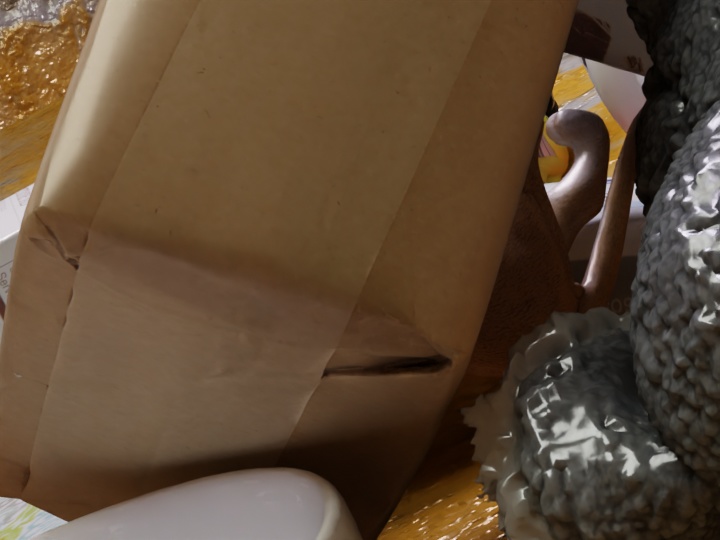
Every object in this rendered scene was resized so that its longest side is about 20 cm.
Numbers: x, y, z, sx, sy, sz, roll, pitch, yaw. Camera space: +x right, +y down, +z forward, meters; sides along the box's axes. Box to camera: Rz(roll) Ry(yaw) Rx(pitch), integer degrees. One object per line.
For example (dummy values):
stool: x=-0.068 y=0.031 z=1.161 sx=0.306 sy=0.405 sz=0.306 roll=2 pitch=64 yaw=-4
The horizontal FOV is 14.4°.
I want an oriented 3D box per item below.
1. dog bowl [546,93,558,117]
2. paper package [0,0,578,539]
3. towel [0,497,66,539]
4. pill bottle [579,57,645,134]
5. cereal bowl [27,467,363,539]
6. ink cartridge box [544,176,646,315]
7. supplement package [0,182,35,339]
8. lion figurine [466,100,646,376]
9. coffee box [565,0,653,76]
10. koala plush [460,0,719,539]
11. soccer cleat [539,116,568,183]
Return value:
dog bowl: x=0.001 y=-0.045 z=1.245 sx=0.200 sy=0.074 sz=0.200 roll=-27 pitch=11 yaw=6
paper package: x=-0.011 y=-0.045 z=0.690 sx=0.191 sy=0.103 sz=0.200 roll=115 pitch=174 yaw=-66
towel: x=-0.083 y=0.097 z=0.866 sx=0.171 sy=0.048 sz=0.200 roll=-29 pitch=10 yaw=10
pill bottle: x=0.134 y=-0.094 z=1.039 sx=0.111 sy=0.112 sz=0.200 roll=-27 pitch=11 yaw=6
cereal bowl: x=-0.074 y=0.126 z=0.600 sx=0.200 sy=0.083 sz=0.200 roll=-28 pitch=10 yaw=5
ink cartridge box: x=0.031 y=-0.013 z=0.951 sx=0.160 sy=0.047 sz=0.200 roll=-5 pitch=14 yaw=4
supplement package: x=-0.167 y=0.065 z=1.023 sx=0.200 sy=0.118 sz=0.117 roll=-29 pitch=10 yaw=-5
lion figurine: x=0.000 y=0.000 z=0.808 sx=0.199 sy=0.123 sz=0.073 roll=-3 pitch=-26 yaw=1
coffee box: x=0.138 y=-0.095 z=0.831 sx=0.199 sy=0.080 sz=0.113 roll=18 pitch=24 yaw=17
koala plush: x=0.112 y=-0.014 z=0.614 sx=0.177 sy=0.184 sz=0.200 roll=-20 pitch=25 yaw=37
soccer cleat: x=0.037 y=-0.066 z=1.008 sx=0.064 sy=0.084 sz=0.200 roll=-6 pitch=-4 yaw=7
